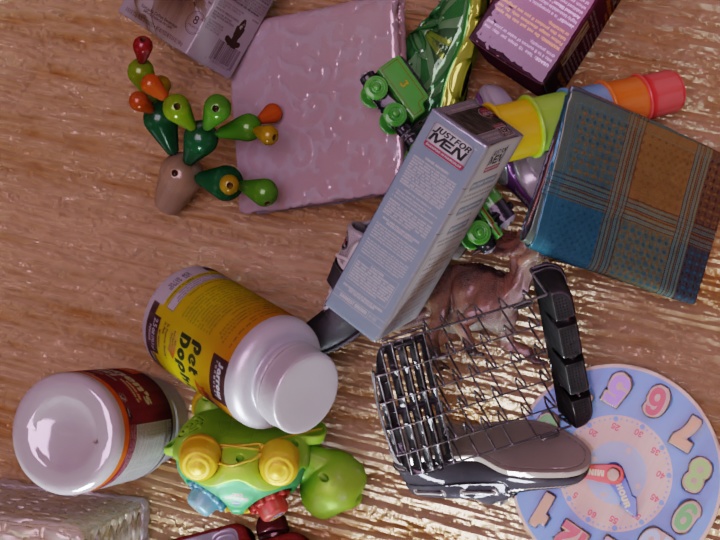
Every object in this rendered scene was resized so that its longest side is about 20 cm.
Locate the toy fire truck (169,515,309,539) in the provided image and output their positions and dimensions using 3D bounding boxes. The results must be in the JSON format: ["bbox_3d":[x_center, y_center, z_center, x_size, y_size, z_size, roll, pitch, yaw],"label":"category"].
[{"bbox_3d":[-0.113,0.324,1.345,0.197,0.112,0.170,-17,66,11],"label":"toy fire truck"}]

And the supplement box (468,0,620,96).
[{"bbox_3d":[0.194,-0.267,1.286,0.085,0.110,0.201,34,95,13],"label":"supplement box"}]

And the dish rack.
[{"bbox_3d":[0.108,0.094,1.235,0.197,0.055,0.155,-17,112,-5],"label":"dish rack"}]

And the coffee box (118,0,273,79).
[{"bbox_3d":[-0.136,-0.309,1.366,0.114,0.079,0.202,33,95,32],"label":"coffee box"}]

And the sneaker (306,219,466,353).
[{"bbox_3d":[0.000,0.000,1.322,0.199,0.074,0.089,-39,108,12],"label":"sneaker"}]

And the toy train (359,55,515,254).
[{"bbox_3d":[0.071,-0.107,1.268,0.056,0.042,0.201,-36,88,-11],"label":"toy train"}]

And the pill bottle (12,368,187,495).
[{"bbox_3d":[-0.241,0.149,1.326,0.108,0.200,0.111,-1,88,13],"label":"pill bottle"}]

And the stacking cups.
[{"bbox_3d":[0.206,-0.140,1.265,0.197,0.060,0.061,-13,84,-18],"label":"stacking cups"}]

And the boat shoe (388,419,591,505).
[{"bbox_3d":[0.124,0.185,1.299,0.197,0.073,0.063,0,122,26],"label":"boat shoe"}]

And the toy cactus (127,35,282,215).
[{"bbox_3d":[-0.162,-0.123,1.362,0.199,0.103,0.165,37,136,1],"label":"toy cactus"}]

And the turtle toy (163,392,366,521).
[{"bbox_3d":[-0.091,0.185,1.331,0.197,0.146,0.103,5,112,-1],"label":"turtle toy"}]

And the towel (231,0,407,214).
[{"bbox_3d":[-0.039,-0.159,1.350,0.197,0.032,0.194,-5,88,31],"label":"towel"}]

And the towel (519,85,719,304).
[{"bbox_3d":[0.244,-0.064,1.254,0.198,0.022,0.149,18,90,-26],"label":"towel"}]

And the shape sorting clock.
[{"bbox_3d":[0.237,0.188,1.293,0.197,0.039,0.204,0,88,13],"label":"shape sorting clock"}]

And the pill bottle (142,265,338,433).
[{"bbox_3d":[-0.112,0.077,1.306,0.199,0.109,0.111,27,95,43],"label":"pill bottle"}]

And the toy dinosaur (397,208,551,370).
[{"bbox_3d":[0.106,0.020,1.314,0.197,0.086,0.138,-6,75,30],"label":"toy dinosaur"}]

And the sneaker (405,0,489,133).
[{"bbox_3d":[0.072,-0.216,1.331,0.082,0.074,0.203,17,92,9],"label":"sneaker"}]

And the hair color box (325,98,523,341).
[{"bbox_3d":[0.055,-0.044,1.200,0.060,0.099,0.201,36,113,14],"label":"hair color box"}]

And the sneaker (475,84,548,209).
[{"bbox_3d":[0.184,-0.100,1.313,0.099,0.075,0.201,-32,78,-13],"label":"sneaker"}]

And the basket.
[{"bbox_3d":[-0.329,0.320,1.362,0.197,0.161,0.202,4,89,15],"label":"basket"}]
